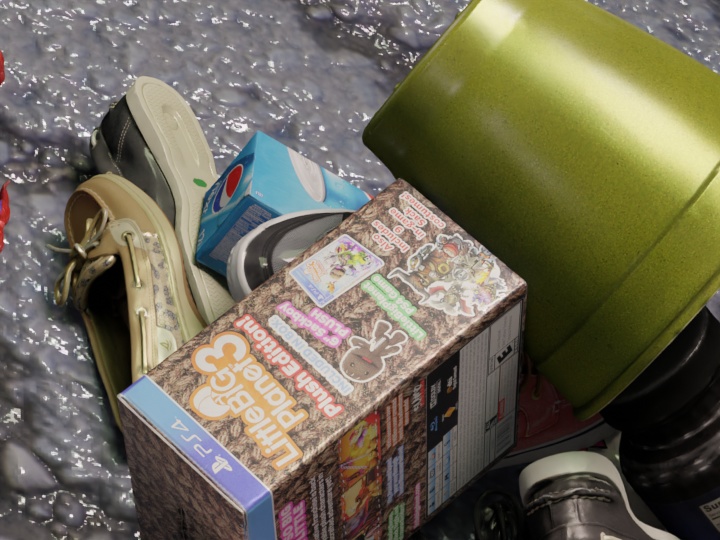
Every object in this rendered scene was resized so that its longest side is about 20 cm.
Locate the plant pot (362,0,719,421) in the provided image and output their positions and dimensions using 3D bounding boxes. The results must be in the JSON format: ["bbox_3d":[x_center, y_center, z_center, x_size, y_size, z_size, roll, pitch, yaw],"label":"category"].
[{"bbox_3d":[0.111,-0.058,1.453,0.193,0.200,0.200,41,39,0],"label":"plant pot"}]

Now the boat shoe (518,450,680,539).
[{"bbox_3d":[0.141,0.167,1.499,0.074,0.200,0.061,-14,57,13],"label":"boat shoe"}]

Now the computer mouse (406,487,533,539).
[{"bbox_3d":[-0.002,0.190,1.471,0.199,0.046,0.141,-1,53,-3],"label":"computer mouse"}]

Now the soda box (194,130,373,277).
[{"bbox_3d":[0.000,0.000,1.655,0.200,0.064,0.068,30,34,-19],"label":"soda box"}]

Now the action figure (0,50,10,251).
[{"bbox_3d":[-0.245,-0.053,1.653,0.065,0.052,0.201,6,45,-12],"label":"action figure"}]

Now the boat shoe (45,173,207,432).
[{"bbox_3d":[-0.139,0.019,1.598,0.062,0.073,0.200,-2,44,-32],"label":"boat shoe"}]

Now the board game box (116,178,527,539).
[{"bbox_3d":[-0.017,0.080,1.420,0.200,0.160,0.097,-38,62,-24],"label":"board game box"}]

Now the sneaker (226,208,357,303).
[{"bbox_3d":[0.028,-0.012,1.556,0.199,0.114,0.076,-1,75,-30],"label":"sneaker"}]

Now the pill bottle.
[{"bbox_3d":[0.220,0.115,1.559,0.200,0.112,0.112,50,31,-22],"label":"pill bottle"}]

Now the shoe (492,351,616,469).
[{"bbox_3d":[0.084,0.065,1.579,0.199,0.091,0.072,-19,56,-10],"label":"shoe"}]

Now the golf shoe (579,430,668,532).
[{"bbox_3d":[0.159,0.093,1.645,0.072,0.092,0.200,14,40,-15],"label":"golf shoe"}]

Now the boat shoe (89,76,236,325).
[{"bbox_3d":[-0.116,-0.022,1.676,0.072,0.068,0.201,20,41,-52],"label":"boat shoe"}]
